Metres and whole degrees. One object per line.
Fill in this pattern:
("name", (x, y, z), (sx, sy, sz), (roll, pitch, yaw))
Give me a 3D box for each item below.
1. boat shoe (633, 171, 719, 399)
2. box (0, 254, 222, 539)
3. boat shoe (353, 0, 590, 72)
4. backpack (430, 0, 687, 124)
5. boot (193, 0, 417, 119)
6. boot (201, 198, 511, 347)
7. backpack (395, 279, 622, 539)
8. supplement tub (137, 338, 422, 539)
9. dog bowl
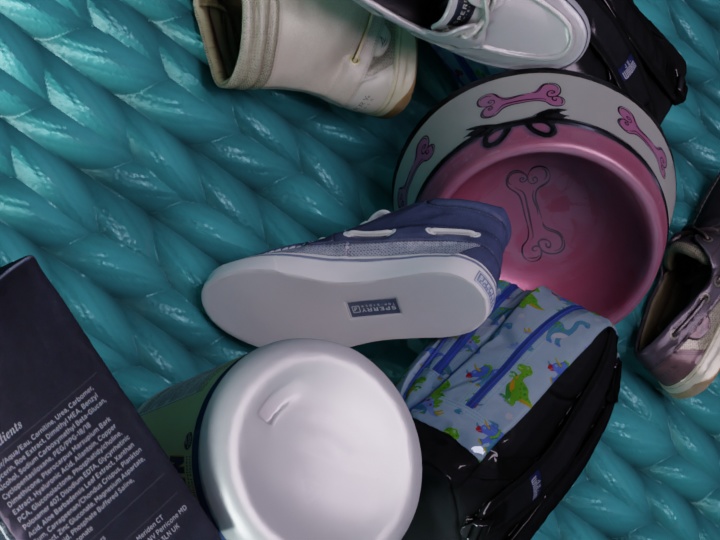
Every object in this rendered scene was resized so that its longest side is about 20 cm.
("boat shoe", (0.259, -0.002, 1.906), (0.065, 0.072, 0.201), (37, 65, -30))
("box", (-0.215, 0.120, 1.434), (0.117, 0.196, 0.201), (-42, 104, -37))
("boat shoe", (0.062, -0.180, 1.675), (0.199, 0.066, 0.072), (25, 105, -11))
("backpack", (0.127, -0.173, 1.800), (0.201, 0.153, 0.163), (62, 40, -31))
("boot", (-0.038, -0.211, 1.733), (0.154, 0.072, 0.201), (6, 75, -33))
("boot", (0.000, 0.000, 1.657), (0.091, 0.199, 0.073), (-67, 151, -50))
("backpack", (0.091, 0.098, 1.646), (0.200, 0.154, 0.164), (-38, 142, -22))
("supplement tub", (-0.068, 0.129, 1.533), (0.144, 0.200, 0.146), (8, 73, -28))
("dog bowl", (0.121, -0.033, 1.722), (0.200, 0.200, 0.074), (39, 25, -23))
